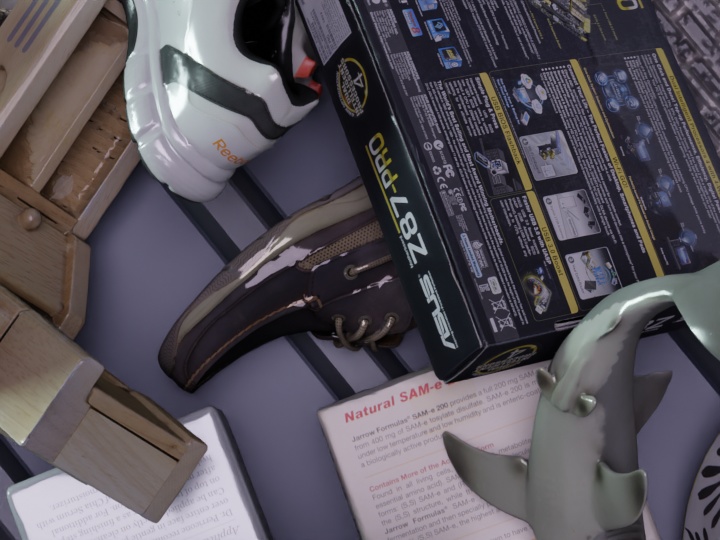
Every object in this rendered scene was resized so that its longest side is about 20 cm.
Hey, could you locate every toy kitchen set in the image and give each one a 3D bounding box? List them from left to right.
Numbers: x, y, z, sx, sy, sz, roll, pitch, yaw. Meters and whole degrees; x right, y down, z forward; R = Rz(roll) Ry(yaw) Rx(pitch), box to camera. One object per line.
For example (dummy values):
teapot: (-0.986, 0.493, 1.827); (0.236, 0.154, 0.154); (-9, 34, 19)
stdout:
toy kitchen set: (-0.140, -0.035, 1.051); (0.163, 0.200, 0.181); (36, 88, -40)

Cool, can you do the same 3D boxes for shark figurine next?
shark figurine: (0.116, 0.051, 1.050); (0.089, 0.215, 0.128); (-24, 51, -40)

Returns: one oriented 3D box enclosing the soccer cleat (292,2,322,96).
soccer cleat: (-0.029, -0.164, 1.161); (0.077, 0.069, 0.201); (16, 79, 7)

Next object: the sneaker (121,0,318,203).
sneaker: (-0.066, -0.130, 1.106); (0.080, 0.074, 0.201); (-29, 62, 27)

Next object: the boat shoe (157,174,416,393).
boat shoe: (0.000, 0.000, 1.140); (0.200, 0.074, 0.073); (-36, 86, -1)

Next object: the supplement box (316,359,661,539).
supplement box: (0.071, 0.135, 1.127); (0.125, 0.074, 0.201); (-19, 86, -2)

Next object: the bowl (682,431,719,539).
bowl: (0.236, 0.138, 1.087); (0.199, 0.094, 0.202); (2, 103, 10)

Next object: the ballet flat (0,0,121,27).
ballet flat: (-0.182, -0.171, 1.155); (0.068, 0.075, 0.200); (-42, 86, -3)

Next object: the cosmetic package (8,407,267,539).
cosmetic package: (-0.073, 0.172, 1.120); (0.101, 0.071, 0.201); (-21, 85, -1)

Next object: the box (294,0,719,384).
box: (0.073, -0.063, 1.103); (0.160, 0.049, 0.201); (-13, 72, -30)
